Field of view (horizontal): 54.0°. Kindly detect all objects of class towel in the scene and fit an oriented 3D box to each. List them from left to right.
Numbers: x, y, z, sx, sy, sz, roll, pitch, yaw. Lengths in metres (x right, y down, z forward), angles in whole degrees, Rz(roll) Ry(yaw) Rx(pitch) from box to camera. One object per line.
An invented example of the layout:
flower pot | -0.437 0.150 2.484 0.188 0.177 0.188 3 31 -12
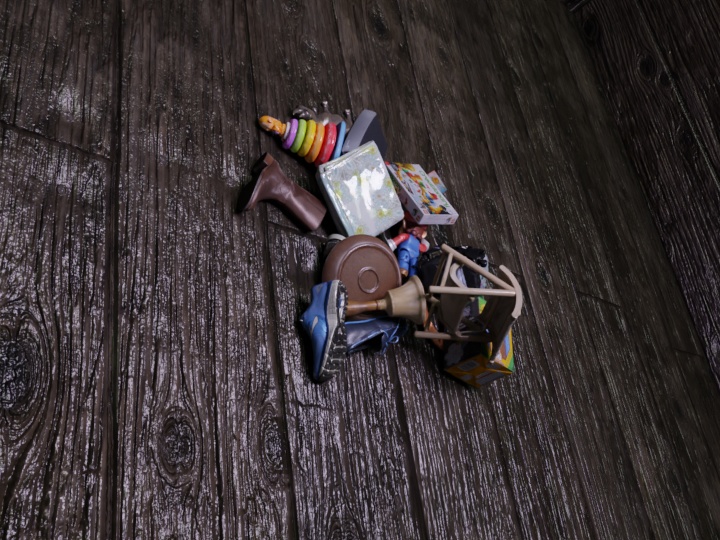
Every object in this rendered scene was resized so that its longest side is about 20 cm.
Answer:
towel | 0.002 -0.173 1.605 0.170 0.048 0.203 -31 106 -26

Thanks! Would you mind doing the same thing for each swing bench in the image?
swing bench | 0.237 0.078 1.535 0.196 0.200 0.131 18 54 5

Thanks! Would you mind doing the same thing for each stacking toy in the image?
stacking toy | -0.141 -0.309 1.621 0.197 0.116 0.112 17 80 -21

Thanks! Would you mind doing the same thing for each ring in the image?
ring | 0.206 0.118 1.768 0.199 0.019 0.203 28 46 -33

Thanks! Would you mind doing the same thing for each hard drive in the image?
hard drive | 0.016 -0.308 1.788 0.201 0.042 0.136 -66 142 -45

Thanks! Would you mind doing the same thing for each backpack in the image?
backpack | 0.241 0.006 1.740 0.200 0.164 0.129 -28 124 -65

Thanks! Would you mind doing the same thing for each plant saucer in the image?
plant saucer | 0.012 0.023 1.529 0.197 0.034 0.205 0 89 -28

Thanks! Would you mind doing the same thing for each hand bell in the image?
hand bell | 0.029 0.074 1.481 0.196 0.104 0.106 -7 66 -16

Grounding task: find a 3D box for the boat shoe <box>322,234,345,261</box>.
boat shoe | 0.000 0.000 1.581 0.200 0.072 0.061 33 47 -16

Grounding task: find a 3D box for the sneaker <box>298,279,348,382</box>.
sneaker | -0.077 0.122 1.415 0.078 0.088 0.204 35 56 -60

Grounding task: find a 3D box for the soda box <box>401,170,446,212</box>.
soda box | 0.154 -0.201 1.891 0.069 0.063 0.199 56 39 -1

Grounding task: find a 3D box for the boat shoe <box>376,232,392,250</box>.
boat shoe | 0.033 -0.079 1.676 0.075 0.060 0.203 -12 75 -50

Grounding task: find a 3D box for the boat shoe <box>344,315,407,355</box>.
boat shoe | 0.026 0.149 1.507 0.197 0.085 0.069 -10 52 -36

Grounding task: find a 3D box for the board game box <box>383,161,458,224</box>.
board game box | 0.146 -0.195 1.776 0.125 0.035 0.201 -3 47 -40

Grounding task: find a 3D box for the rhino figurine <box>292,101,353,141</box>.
rhino figurine | -0.090 -0.367 1.736 0.198 0.059 0.089 4 61 -47

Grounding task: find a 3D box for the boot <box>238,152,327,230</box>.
boot | -0.157 -0.135 1.510 0.200 0.064 0.188 43 41 -25

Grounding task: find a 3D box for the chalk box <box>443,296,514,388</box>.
chalk box | 0.284 0.157 1.712 0.123 0.124 0.203 31 47 -30

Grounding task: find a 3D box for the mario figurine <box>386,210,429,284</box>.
mario figurine | 0.112 -0.056 1.757 0.124 0.104 0.203 67 30 -55
